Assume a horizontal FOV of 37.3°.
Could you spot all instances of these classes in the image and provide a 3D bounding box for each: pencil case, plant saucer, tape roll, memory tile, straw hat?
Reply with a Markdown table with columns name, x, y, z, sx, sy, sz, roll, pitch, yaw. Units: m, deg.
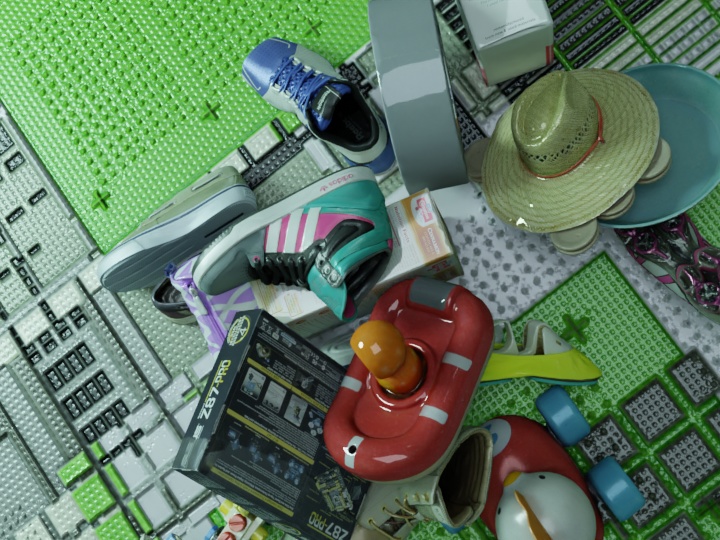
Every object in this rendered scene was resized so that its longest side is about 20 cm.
| name | x | y | z | sx | sy | sz | roll | pitch | yaw |
| --- | --- | --- | --- | --- | --- | --- | --- | --- | --- |
| pencil case | -0.124 | 0.069 | 1.114 | 0.083 | 0.086 | 0.202 | -22 | 108 | 18 |
| plant saucer | 0.290 | -0.121 | 1.090 | 0.197 | 0.036 | 0.203 | -16 | 54 | 23 |
| tape roll | 0.060 | -0.181 | 1.085 | 0.065 | 0.200 | 0.204 | -12 | 83 | 9 |
| memory tile | 0.208 | -0.112 | 1.100 | 0.153 | 0.017 | 0.200 | -44 | 49 | 0 |
| straw hat | 0.194 | -0.145 | 1.061 | 0.198 | 0.085 | 0.204 | -16 | 54 | 23 |

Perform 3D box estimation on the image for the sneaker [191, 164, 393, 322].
| name | x | y | z | sx | sy | sz | roll | pitch | yaw |
| --- | --- | --- | --- | --- | --- | --- | --- | --- | --- |
| sneaker | -0.052 | 0.001 | 0.991 | 0.198 | 0.084 | 0.122 | -29 | 67 | 4 |

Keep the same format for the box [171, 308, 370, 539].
| name | x | y | z | sx | sy | sz | roll | pitch | yaw |
| --- | --- | --- | --- | --- | --- | --- | --- | --- | --- |
| box | -0.065 | 0.155 | 1.014 | 0.049 | 0.199 | 0.163 | -8 | 54 | 46 |

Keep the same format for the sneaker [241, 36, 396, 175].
| name | x | y | z | sx | sy | sz | roll | pitch | yaw |
| --- | --- | --- | --- | --- | --- | --- | --- | --- | --- |
| sneaker | -0.042 | -0.189 | 1.146 | 0.199 | 0.115 | 0.081 | 40 | 90 | 11 |

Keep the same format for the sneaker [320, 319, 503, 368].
| name | x | y | z | sx | sy | sz | roll | pitch | yaw |
| --- | --- | --- | --- | --- | --- | --- | --- | --- | --- |
| sneaker | 0.057 | 0.097 | 1.131 | 0.197 | 0.077 | 0.082 | -12 | 106 | 3 |

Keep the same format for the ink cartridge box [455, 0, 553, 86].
| name | x | y | z | sx | sy | sz | roll | pitch | yaw |
| --- | --- | --- | --- | --- | --- | --- | --- | --- | --- |
| ink cartridge box | 0.132 | -0.314 | 1.115 | 0.084 | 0.146 | 0.203 | -18 | 82 | 8 |

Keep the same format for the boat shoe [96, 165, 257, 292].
| name | x | y | z | sx | sy | sz | roll | pitch | yaw |
| --- | --- | --- | --- | --- | --- | --- | --- | --- | --- |
| boat shoe | -0.207 | -0.045 | 1.191 | 0.198 | 0.072 | 0.063 | -28 | 56 | 2 |

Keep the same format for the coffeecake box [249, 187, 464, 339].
| name | x | y | z | sx | sy | sz | roll | pitch | yaw |
| --- | --- | --- | --- | --- | --- | --- | --- | --- | --- |
| coffeecake box | 0.000 | 0.000 | 1.100 | 0.197 | 0.153 | 0.074 | -23 | 79 | 6 |

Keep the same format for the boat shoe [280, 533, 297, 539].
| name | x | y | z | sx | sy | sz | roll | pitch | yaw |
| --- | --- | --- | --- | --- | --- | --- | --- | --- | --- |
| boat shoe | -0.025 | 0.252 | 1.126 | 0.060 | 0.072 | 0.203 | 32 | 84 | -13 |

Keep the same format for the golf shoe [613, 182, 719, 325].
| name | x | y | z | sx | sy | sz | roll | pitch | yaw |
| --- | --- | --- | --- | --- | --- | --- | --- | --- | --- |
| golf shoe | 0.322 | -0.015 | 1.091 | 0.072 | 0.092 | 0.201 | -38 | 57 | 5 |

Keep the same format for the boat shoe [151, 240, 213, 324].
| name | x | y | z | sx | sy | sz | roll | pitch | yaw |
| --- | --- | --- | --- | --- | --- | --- | --- | --- | --- |
| boat shoe | -0.140 | -0.005 | 1.168 | 0.198 | 0.065 | 0.073 | -28 | 80 | 5 |

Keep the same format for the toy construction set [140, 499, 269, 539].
| name | x | y | z | sx | sy | sz | roll | pitch | yaw |
| --- | --- | --- | --- | --- | --- | --- | --- | --- | --- |
| toy construction set | -0.135 | 0.263 | 1.107 | 0.199 | 0.131 | 0.093 | -39 | 79 | 4 |

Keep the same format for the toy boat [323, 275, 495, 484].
| name | x | y | z | sx | sy | sz | roll | pitch | yaw |
| --- | --- | --- | --- | --- | --- | --- | --- | --- | --- |
| toy boat | 0.032 | 0.089 | 0.970 | 0.129 | 0.131 | 0.202 | 13 | 72 | 36 |

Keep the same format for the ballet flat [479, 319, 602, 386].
| name | x | y | z | sx | sy | sz | roll | pitch | yaw |
| --- | --- | --- | --- | --- | --- | --- | --- | --- | --- |
| ballet flat | 0.158 | 0.083 | 1.077 | 0.197 | 0.067 | 0.068 | 0 | 97 | -18 |

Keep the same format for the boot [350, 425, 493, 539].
| name | x | y | z | sx | sy | sz | roll | pitch | yaw |
| --- | --- | --- | --- | --- | --- | --- | --- | --- | --- |
| boot | 0.048 | 0.234 | 1.034 | 0.072 | 0.154 | 0.202 | 31 | 78 | -22 |

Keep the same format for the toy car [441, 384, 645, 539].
| name | x | y | z | sx | sy | sz | roll | pitch | yaw |
| --- | --- | --- | --- | --- | --- | --- | --- | --- | --- |
| toy car | 0.166 | 0.224 | 1.027 | 0.183 | 0.200 | 0.178 | -37 | 80 | 3 |
